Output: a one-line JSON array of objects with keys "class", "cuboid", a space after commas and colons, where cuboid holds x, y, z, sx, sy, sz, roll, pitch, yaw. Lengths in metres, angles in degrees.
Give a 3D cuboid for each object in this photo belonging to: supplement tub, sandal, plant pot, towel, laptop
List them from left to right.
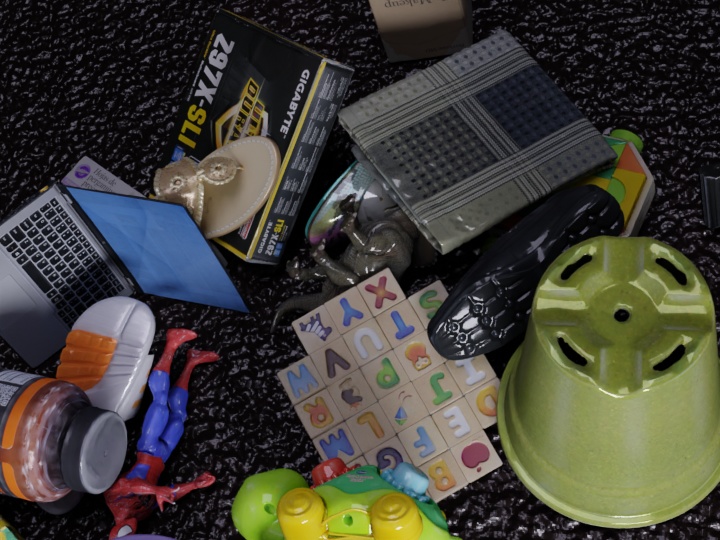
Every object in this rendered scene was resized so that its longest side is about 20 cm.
[{"class": "supplement tub", "cuboid": [-0.303, 0.139, 1.169, 0.199, 0.107, 0.107, 9, 63, 22]}, {"class": "sandal", "cuboid": [-0.241, 0.120, 1.235, 0.079, 0.059, 0.208, 25, 94, 21]}, {"class": "laptop", "cuboid": [-0.233, 0.019, 1.218, 0.200, 0.187, 0.116, -38, 56, -9]}, {"class": "sandal", "cuboid": [-0.172, -0.061, 1.244, 0.211, 0.070, 0.078, -26, 73, 28]}, {"class": "towel", "cuboid": [0.102, -0.118, 1.239, 0.199, 0.035, 0.193, -27, 58, -15]}, {"class": "plant pot", "cuboid": [0.201, 0.072, 1.050, 0.199, 0.184, 0.201, -4, 59, 6]}]

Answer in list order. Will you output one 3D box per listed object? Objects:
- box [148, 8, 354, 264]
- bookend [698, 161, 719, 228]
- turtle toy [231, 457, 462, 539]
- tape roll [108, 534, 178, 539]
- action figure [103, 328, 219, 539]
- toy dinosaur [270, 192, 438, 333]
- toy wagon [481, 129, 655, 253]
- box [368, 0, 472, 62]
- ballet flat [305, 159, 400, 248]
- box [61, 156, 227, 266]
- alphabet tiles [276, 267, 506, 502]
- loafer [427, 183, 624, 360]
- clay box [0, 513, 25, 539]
[{"class": "box", "cuboid": [-0.107, -0.129, 1.288, 0.159, 0.049, 0.201, 32, 104, 39]}, {"class": "bookend", "cuboid": [0.402, -0.009, 1.108, 0.198, 0.092, 0.201, -16, 58, 9]}, {"class": "turtle toy", "cuboid": [-0.013, 0.207, 1.083, 0.199, 0.146, 0.101, 1, 40, 18]}, {"class": "tape roll", "cuboid": [-0.173, 0.320, 1.083, 0.199, 0.085, 0.201, -8, 57, 12]}, {"class": "action figure", "cuboid": [-0.159, 0.152, 1.187, 0.099, 0.065, 0.201, 3, 60, 33]}, {"class": "toy dinosaur", "cuboid": [0.000, 0.000, 1.223, 0.200, 0.102, 0.077, -49, 18, 4]}, {"class": "toy wagon", "cuboid": [0.164, -0.074, 1.248, 0.199, 0.040, 0.156, 17, 66, 24]}, {"class": "box", "cuboid": [0.050, -0.299, 1.320, 0.094, 0.200, 0.078, -7, 58, 12]}, {"class": "ballet flat", "cuboid": [0.030, -0.090, 1.284, 0.071, 0.069, 0.200, 30, 68, 22]}, {"class": "box", "cuboid": [-0.215, -0.048, 1.342, 0.200, 0.041, 0.039, 33, 74, 31]}, {"class": "alphabet tiles", "cuboid": [0.030, 0.104, 1.166, 0.166, 0.006, 0.201, -29, 73, -3]}, {"class": "loafer", "cuboid": [0.137, 0.001, 1.162, 0.200, 0.068, 0.070, -40, 23, -3]}, {"class": "clay box", "cuboid": [-0.389, 0.235, 1.218, 0.200, 0.048, 0.115, 36, 73, 30]}]
